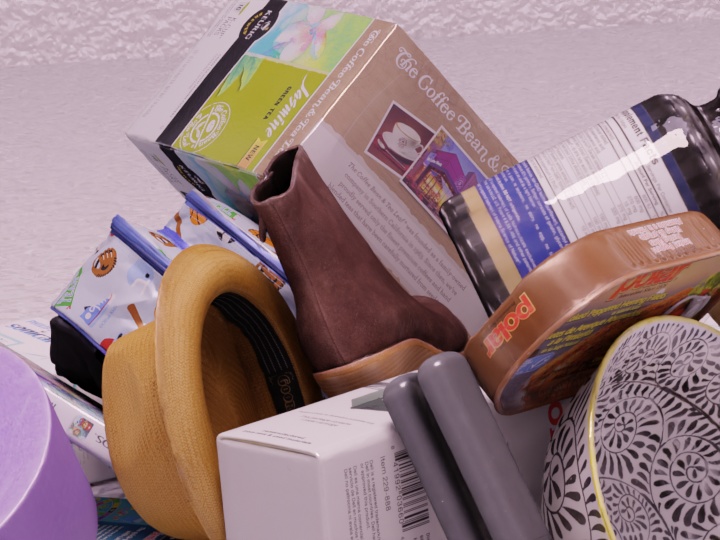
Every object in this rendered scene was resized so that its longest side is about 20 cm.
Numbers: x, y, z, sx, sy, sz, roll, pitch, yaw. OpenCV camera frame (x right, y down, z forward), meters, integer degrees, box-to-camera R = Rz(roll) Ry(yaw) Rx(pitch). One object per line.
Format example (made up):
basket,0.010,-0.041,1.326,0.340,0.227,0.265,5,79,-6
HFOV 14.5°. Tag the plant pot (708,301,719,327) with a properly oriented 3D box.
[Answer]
plant pot,0.292,0.048,1.681,0.200,0.028,0.200,31,-12,7

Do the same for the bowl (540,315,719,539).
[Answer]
bowl,0.159,0.134,1.506,0.094,0.201,0.201,-29,-6,41

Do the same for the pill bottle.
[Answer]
pill bottle,0.156,-0.032,1.620,0.200,0.112,0.112,-26,14,2

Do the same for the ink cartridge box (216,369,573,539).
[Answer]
ink cartridge box,0.028,0.138,1.524,0.200,0.146,0.084,-15,15,-42

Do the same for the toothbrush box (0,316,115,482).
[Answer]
toothbrush box,-0.266,0.100,1.886,0.200,0.085,0.146,-10,15,-30

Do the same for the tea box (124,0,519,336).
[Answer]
tea box,-0.009,-0.060,1.830,0.134,0.200,0.197,-52,32,-14

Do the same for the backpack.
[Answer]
backpack,-0.092,0.043,1.740,0.200,0.154,0.190,31,4,26

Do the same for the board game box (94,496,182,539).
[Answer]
board game box,-0.176,0.174,1.632,0.200,0.047,0.151,3,14,23

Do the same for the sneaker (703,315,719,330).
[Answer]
sneaker,0.245,0.068,1.923,0.080,0.071,0.200,11,19,35

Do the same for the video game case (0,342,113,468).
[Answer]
video game case,-0.174,0.086,1.711,0.182,0.024,0.200,31,-3,11

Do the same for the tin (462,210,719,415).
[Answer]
tin,0.130,0.020,1.493,0.112,0.042,0.200,-45,-19,30

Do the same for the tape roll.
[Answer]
tape roll,-0.251,0.134,1.552,0.200,0.085,0.200,-10,42,9

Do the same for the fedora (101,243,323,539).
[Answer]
fedora,-0.087,0.086,1.564,0.082,0.201,0.201,-13,9,23

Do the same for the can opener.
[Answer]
can opener,0.065,0.138,1.420,0.053,0.200,0.066,-31,-15,36

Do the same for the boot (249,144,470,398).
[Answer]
boot,0.000,0.000,1.640,0.072,0.167,0.200,-21,12,14
